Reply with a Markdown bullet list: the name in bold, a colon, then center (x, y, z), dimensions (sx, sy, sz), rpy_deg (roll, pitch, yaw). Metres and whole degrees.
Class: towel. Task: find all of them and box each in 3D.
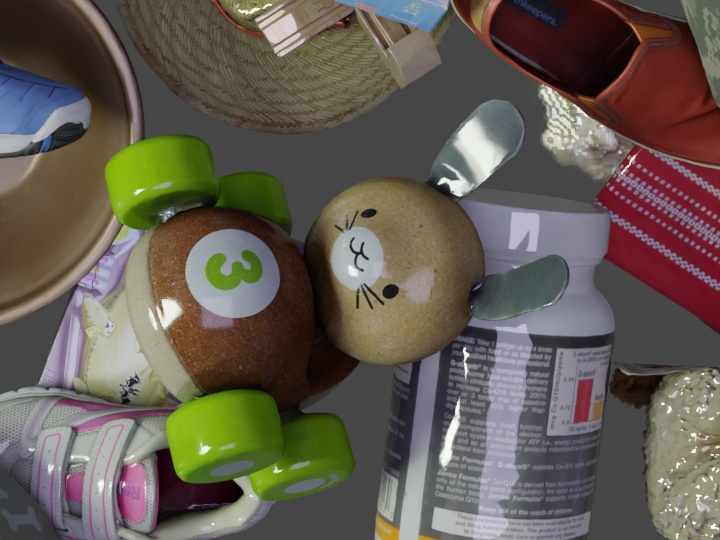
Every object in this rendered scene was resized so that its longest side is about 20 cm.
- **towel**: center (0.224, -0.055, 1.261), dimensions (0.144, 0.022, 0.200), rpy_deg (32, 113, -9)

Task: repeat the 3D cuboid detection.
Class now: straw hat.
- **straw hat**: center (-0.034, -0.167, 1.235), dimensions (0.201, 0.085, 0.201), rpy_deg (0, 98, -3)

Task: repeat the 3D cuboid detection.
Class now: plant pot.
- **plant pot**: center (-0.211, -0.073, 1.236), dimensions (0.200, 0.093, 0.201), rpy_deg (0, 97, -3)

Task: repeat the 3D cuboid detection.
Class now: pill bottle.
- **pill bottle**: center (0.074, 0.061, 1.253), dimensions (0.116, 0.116, 0.200), rpy_deg (7, 97, -3)

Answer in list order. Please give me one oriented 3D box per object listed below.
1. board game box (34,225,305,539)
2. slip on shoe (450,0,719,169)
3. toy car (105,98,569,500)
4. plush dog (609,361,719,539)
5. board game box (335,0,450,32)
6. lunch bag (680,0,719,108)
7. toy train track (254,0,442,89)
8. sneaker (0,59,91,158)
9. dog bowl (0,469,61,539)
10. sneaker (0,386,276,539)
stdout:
- **board game box**: center (-0.112, 0.060, 1.291), dimensions (0.120, 0.032, 0.200), rpy_deg (20, 96, -9)
- **slip on shoe**: center (0.133, -0.102, 1.197), dimensions (0.200, 0.061, 0.074), rpy_deg (28, 112, -21)
- **toy car**: center (0.000, 0.000, 1.158), dimensions (0.200, 0.158, 0.165), rpy_deg (-22, 71, 19)
- **plush dog**: center (0.201, 0.138, 1.260), dimensions (0.160, 0.200, 0.172), rpy_deg (2, 87, 30)
- **board game box**: center (-0.011, -0.233, 1.162), dimensions (0.151, 0.037, 0.200), rpy_deg (16, 72, -12)
- **lunch bag**: center (0.258, -0.130, 1.147), dimensions (0.200, 0.139, 0.168), rpy_deg (-24, 82, -10)
- **toy train track**: center (-0.020, -0.183, 1.179), dimensions (0.115, 0.033, 0.200), rpy_deg (-34, 93, -16)
- **sneaker**: center (-0.226, -0.104, 1.146), dimensions (0.200, 0.076, 0.077), rpy_deg (14, 101, -5)
- **dog bowl**: center (-0.239, 0.166, 1.220), dimensions (0.200, 0.059, 0.200), rpy_deg (7, 123, 10)
- **sneaker**: center (-0.132, 0.104, 1.237), dimensions (0.200, 0.088, 0.082), rpy_deg (-5, 98, -3)
